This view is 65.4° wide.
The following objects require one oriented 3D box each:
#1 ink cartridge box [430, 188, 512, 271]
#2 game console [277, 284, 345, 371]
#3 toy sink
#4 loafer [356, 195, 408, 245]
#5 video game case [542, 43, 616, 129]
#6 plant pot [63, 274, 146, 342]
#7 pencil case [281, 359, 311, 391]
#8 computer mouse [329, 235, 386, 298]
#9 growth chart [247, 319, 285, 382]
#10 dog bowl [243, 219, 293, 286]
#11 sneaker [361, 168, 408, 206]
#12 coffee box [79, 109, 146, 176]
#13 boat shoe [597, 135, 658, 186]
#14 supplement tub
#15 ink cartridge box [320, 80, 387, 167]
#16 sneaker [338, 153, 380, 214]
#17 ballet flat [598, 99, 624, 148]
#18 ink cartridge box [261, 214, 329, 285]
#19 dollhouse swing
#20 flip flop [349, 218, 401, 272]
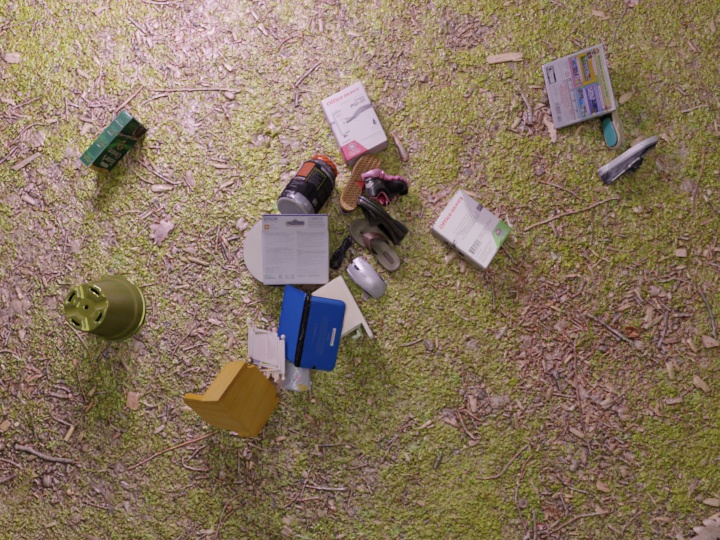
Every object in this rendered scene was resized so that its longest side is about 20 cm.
[{"bbox_3d":[0.326,-0.119,1.672,0.198,0.084,0.147,37,87,4],"label":"ink cartridge box"},{"bbox_3d":[-0.144,0.161,1.589,0.165,0.118,0.207,9,100,-13],"label":"game console"},{"bbox_3d":[-0.052,0.135,1.644,0.110,0.130,0.204,-29,86,-1],"label":"toy sink"},{"bbox_3d":[0.059,-0.144,1.655,0.197,0.072,0.064,33,88,-29],"label":"loafer"},{"bbox_3d":[0.658,-0.552,1.692,0.177,0.022,0.207,-13,84,26],"label":"video game case"},{"bbox_3d":[-0.759,0.108,1.641,0.193,0.184,0.208,0,85,2],"label":"plant pot"},{"bbox_3d":[-0.182,0.254,1.660,0.088,0.083,0.208,1,84,24],"label":"pencil case"},{"bbox_3d":[0.000,0.000,1.694,0.199,0.044,0.110,43,89,4],"label":"computer mouse"},{"bbox_3d":[-0.277,0.238,1.637,0.196,0.017,0.150,11,99,44],"label":"growth chart"},{"bbox_3d":[-0.252,-0.055,1.689,0.192,0.079,0.208,0,85,2],"label":"dog bowl"},{"bbox_3d":[0.077,-0.231,1.647,0.078,0.197,0.099,-17,76,39],"label":"sneaker"},{"bbox_3d":[-0.751,-0.386,1.711,0.044,0.123,0.201,41,87,1],"label":"coffee box"},{"bbox_3d":[0.811,-0.325,1.678,0.197,0.072,0.069,-33,83,2],"label":"boat shoe"},{"bbox_3d":[-0.151,-0.237,1.650,0.120,0.123,0.203,29,59,3],"label":"supplement tub"},{"bbox_3d":[-0.020,-0.445,1.709,0.143,0.083,0.205,-25,85,0],"label":"ink cartridge box"},{"bbox_3d":[-0.009,-0.262,1.695,0.074,0.090,0.203,33,75,-6],"label":"sneaker"},{"bbox_3d":[0.758,-0.470,1.701,0.067,0.069,0.207,-12,87,1],"label":"ballet flat"},{"bbox_3d":[-0.185,-0.063,1.603,0.192,0.041,0.207,0,105,-7],"label":"ink cartridge box"},{"bbox_3d":[-0.377,0.363,1.628,0.172,0.202,0.184,12,57,41],"label":"dollhouse swing"},{"bbox_3d":[0.047,-0.079,1.691,0.081,0.058,0.201,-41,86,-2],"label":"flip flop"}]
